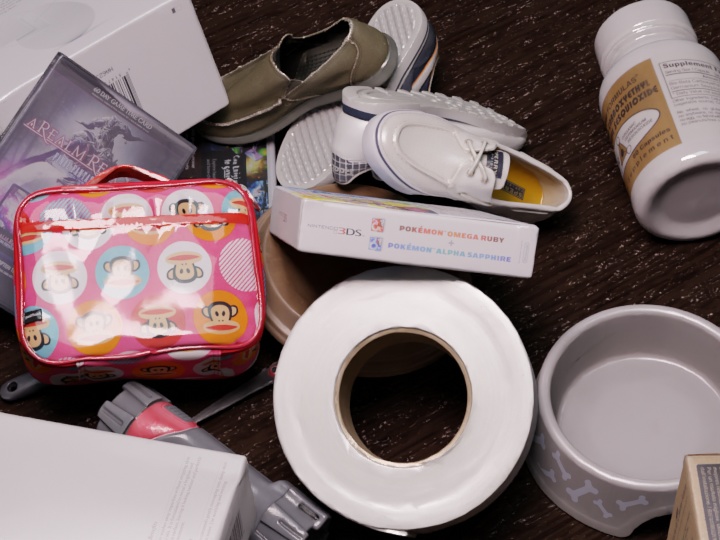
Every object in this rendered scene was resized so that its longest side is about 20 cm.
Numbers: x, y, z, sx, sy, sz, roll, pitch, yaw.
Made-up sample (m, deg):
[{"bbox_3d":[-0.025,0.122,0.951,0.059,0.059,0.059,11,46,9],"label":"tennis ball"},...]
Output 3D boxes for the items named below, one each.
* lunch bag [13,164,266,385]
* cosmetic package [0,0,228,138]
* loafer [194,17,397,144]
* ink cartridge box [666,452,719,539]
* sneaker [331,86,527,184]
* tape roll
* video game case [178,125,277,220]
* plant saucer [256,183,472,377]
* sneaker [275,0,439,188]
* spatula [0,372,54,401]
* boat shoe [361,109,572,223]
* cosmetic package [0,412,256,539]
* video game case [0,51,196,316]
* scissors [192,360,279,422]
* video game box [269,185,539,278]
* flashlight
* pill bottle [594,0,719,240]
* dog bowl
[{"bbox_3d":[-0.176,-0.002,1.569,0.199,0.082,0.177,-4,69,-8],"label":"lunch bag"},{"bbox_3d":[-0.258,-0.173,1.718,0.199,0.123,0.200,-33,37,-18],"label":"cosmetic package"},{"bbox_3d":[-0.067,-0.174,1.720,0.199,0.070,0.076,-22,51,20],"label":"loafer"},{"bbox_3d":[0.258,0.246,1.354,0.075,0.200,0.165,-2,52,1],"label":"ink cartridge box"},{"bbox_3d":[0.058,-0.111,1.709,0.199,0.081,0.076,3,15,-35],"label":"sneaker"},{"bbox_3d":[0.035,0.101,1.505,0.201,0.071,0.204,-1,81,7],"label":"tape roll"},{"bbox_3d":[-0.162,-0.054,1.723,0.181,0.023,0.201,-4,51,0],"label":"video game case"},{"bbox_3d":[0.000,0.000,1.641,0.199,0.030,0.201,8,51,-9],"label":"plant saucer"},{"bbox_3d":[0.007,-0.140,1.754,0.078,0.079,0.200,33,84,33],"label":"sneaker"},{"bbox_3d":[-0.203,0.070,1.627,0.199,0.021,0.057,-17,55,-10],"label":"spatula"},{"bbox_3d":[0.094,-0.087,1.637,0.070,0.199,0.071,-10,63,52],"label":"boat shoe"},{"bbox_3d":[-0.187,0.181,1.414,0.199,0.081,0.113,9,50,11],"label":"cosmetic package"},{"bbox_3d":[-0.246,-0.057,1.615,0.200,0.143,0.019,-55,26,0],"label":"video game case"},{"bbox_3d":[-0.062,0.075,1.624,0.199,0.014,0.073,-18,56,-10],"label":"scissors"},{"bbox_3d":[0.028,-0.032,1.544,0.181,0.200,0.047,9,93,-9],"label":"video game box"},{"bbox_3d":[-0.118,0.166,1.526,0.200,0.068,0.068,36,57,22],"label":"flashlight"},{"bbox_3d":[0.269,-0.135,1.707,0.114,0.115,0.201,-9,52,-4],"label":"pill bottle"},{"bbox_3d":[0.226,0.112,1.551,0.199,0.059,0.201,-2,51,2],"label":"dog bowl"}]
